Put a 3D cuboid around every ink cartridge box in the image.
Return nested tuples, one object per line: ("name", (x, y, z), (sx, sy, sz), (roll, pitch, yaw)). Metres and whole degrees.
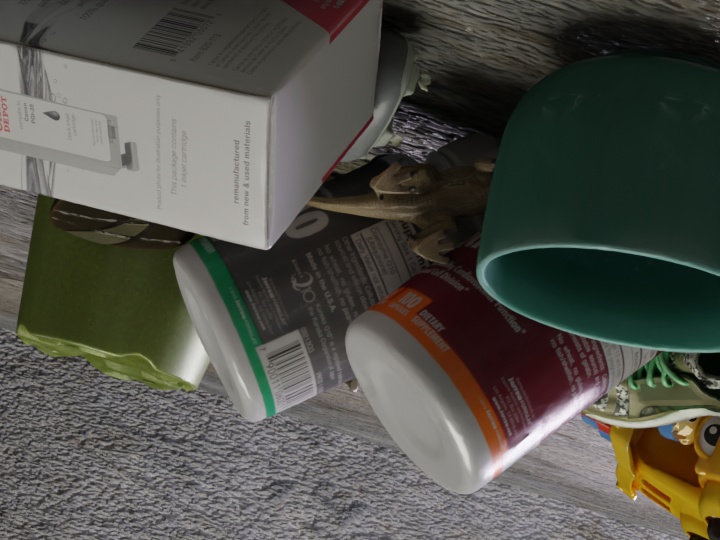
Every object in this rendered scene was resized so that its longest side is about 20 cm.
("ink cartridge box", (-0.106, -0.098, 0.863), (0.200, 0.147, 0.083), (14, 124, 15))

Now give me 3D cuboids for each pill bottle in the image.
("pill bottle", (0.101, 0.021, 0.999), (0.114, 0.200, 0.114), (48, 161, 22))
("pill bottle", (0.000, 0.000, 1.077), (0.200, 0.113, 0.113), (-24, 176, -11))

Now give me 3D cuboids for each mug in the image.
("mug", (0.153, -0.033, 0.889), (0.185, 0.115, 0.152), (21, 161, -28))

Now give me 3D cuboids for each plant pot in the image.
("plant pot", (-0.139, -0.028, 1.183), (0.200, 0.190, 0.200), (16, 169, 3))

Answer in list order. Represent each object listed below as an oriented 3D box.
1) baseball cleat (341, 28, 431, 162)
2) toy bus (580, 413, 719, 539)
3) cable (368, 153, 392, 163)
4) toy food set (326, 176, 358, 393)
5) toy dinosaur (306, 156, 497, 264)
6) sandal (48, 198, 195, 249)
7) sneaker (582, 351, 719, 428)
("baseball cleat", (-0.040, -0.099, 0.992), (0.106, 0.070, 0.200), (19, 168, -17))
("toy bus", (0.219, 0.101, 1.169), (0.192, 0.136, 0.200), (30, 171, 14))
("cable", (0.063, 0.009, 1.236), (0.097, 0.050, 0.200), (2, 137, 30))
("toy food set", (-0.079, -0.005, 1.302), (0.199, 0.144, 0.060), (14, -171, 14))
("toy dinosaur", (0.038, -0.039, 0.989), (0.199, 0.058, 0.101), (-10, -172, 11))
("sandal", (-0.116, -0.069, 1.029), (0.082, 0.055, 0.200), (19, 146, -15))
("sneaker", (0.192, 0.050, 1.049), (0.200, 0.077, 0.089), (2, 163, 26))
